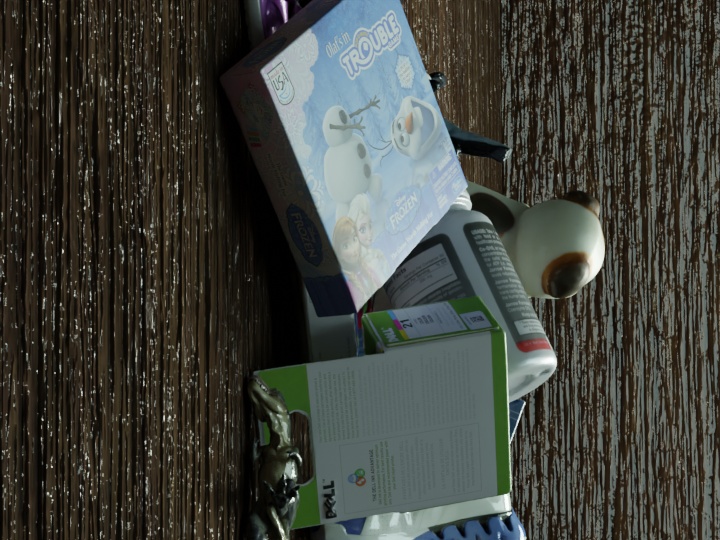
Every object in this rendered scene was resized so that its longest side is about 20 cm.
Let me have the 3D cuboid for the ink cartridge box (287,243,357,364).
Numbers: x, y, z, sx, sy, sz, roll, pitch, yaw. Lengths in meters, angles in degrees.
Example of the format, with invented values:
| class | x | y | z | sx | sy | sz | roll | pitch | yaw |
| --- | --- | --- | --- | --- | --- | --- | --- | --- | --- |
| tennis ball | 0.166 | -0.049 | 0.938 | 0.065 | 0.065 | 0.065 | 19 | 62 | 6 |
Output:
| class | x | y | z | sx | sy | sz | roll | pitch | yaw |
| --- | --- | --- | --- | --- | --- | --- | --- | --- | --- |
| ink cartridge box | -0.036 | 0.013 | 1.411 | 0.176 | 0.044 | 0.202 | -112 | -164 | -66 |

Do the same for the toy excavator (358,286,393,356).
| class | x | y | z | sx | sy | sz | roll | pitch | yaw |
| --- | --- | --- | --- | --- | --- | --- | --- | --- | --- |
| toy excavator | 0.019 | 0.126 | 1.602 | 0.195 | 0.099 | 0.202 | 97 | 4 | -71 |

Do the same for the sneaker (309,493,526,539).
| class | x | y | z | sx | sy | sz | roll | pitch | yaw |
| --- | --- | --- | --- | --- | --- | --- | --- | --- | --- |
| sneaker | 0.048 | 0.190 | 1.480 | 0.081 | 0.198 | 0.116 | 153 | -64 | -69 |

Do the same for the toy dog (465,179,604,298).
| class | x | y | z | sx | sy | sz | roll | pitch | yaw |
| --- | --- | --- | --- | --- | --- | --- | --- | --- | --- |
| toy dog | 0.139 | -0.032 | 1.640 | 0.195 | 0.198 | 0.140 | 86 | 17 | -45 |

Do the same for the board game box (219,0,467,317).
| class | x | y | z | sx | sy | sz | roll | pitch | yaw |
| --- | --- | --- | --- | --- | --- | --- | --- | --- | --- |
| board game box | -0.006 | -0.102 | 1.277 | 0.200 | 0.043 | 0.200 | -48 | 123 | -47 |

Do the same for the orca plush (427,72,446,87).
| class | x | y | z | sx | sy | sz | roll | pitch | yaw |
| --- | --- | --- | --- | --- | --- | --- | --- | --- | --- |
| orca plush | 0.034 | -0.199 | 1.776 | 0.071 | 0.105 | 0.200 | 58 | 11 | 6 |

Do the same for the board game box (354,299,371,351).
| class | x | y | z | sx | sy | sz | roll | pitch | yaw |
| --- | --- | --- | --- | --- | --- | --- | --- | --- | --- |
| board game box | 0.000 | 0.000 | 1.464 | 0.200 | 0.039 | 0.159 | 180 | -96 | -84 |

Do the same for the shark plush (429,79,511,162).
| class | x | y | z | sx | sy | sz | roll | pitch | yaw |
| --- | --- | --- | --- | --- | --- | --- | --- | --- | --- |
| shark plush | 0.038 | -0.147 | 1.473 | 0.084 | 0.199 | 0.091 | -55 | 146 | -27 |

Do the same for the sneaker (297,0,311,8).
| class | x | y | z | sx | sy | sz | roll | pitch | yaw |
| --- | --- | --- | --- | --- | --- | --- | --- | --- | --- |
| sneaker | -0.035 | -0.175 | 1.404 | 0.082 | 0.074 | 0.201 | 60 | 19 | -53 |

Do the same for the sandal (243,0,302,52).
| class | x | y | z | sx | sy | sz | roll | pitch | yaw |
| --- | --- | --- | --- | --- | --- | --- | --- | --- | --- |
| sandal | -0.054 | -0.161 | 1.303 | 0.083 | 0.049 | 0.204 | -69 | 156 | -66 |

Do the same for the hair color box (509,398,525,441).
| class | x | y | z | sx | sy | sz | roll | pitch | yaw |
| --- | --- | --- | --- | --- | --- | --- | --- | --- | --- |
| hair color box | 0.091 | 0.216 | 1.585 | 0.100 | 0.060 | 0.201 | 96 | 15 | -67 |

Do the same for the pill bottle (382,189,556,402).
| class | x | y | z | sx | sy | sz | roll | pitch | yaw |
| --- | --- | --- | --- | --- | --- | --- | --- | --- | --- |
| pill bottle | 0.084 | 0.019 | 1.484 | 0.114 | 0.113 | 0.201 | 58 | 8 | -72 |

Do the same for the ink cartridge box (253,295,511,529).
| class | x | y | z | sx | sy | sz | roll | pitch | yaw |
| --- | --- | --- | --- | --- | --- | --- | --- | --- | --- |
| ink cartridge box | 0.014 | 0.113 | 1.332 | 0.076 | 0.198 | 0.149 | -120 | -156 | -65 |

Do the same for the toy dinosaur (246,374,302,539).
| class | x | y | z | sx | sy | sz | roll | pitch | yaw |
| --- | --- | --- | --- | --- | --- | --- | --- | --- | --- |
| toy dinosaur | -0.065 | 0.181 | 1.231 | 0.088 | 0.047 | 0.202 | -56 | 147 | -85 |
